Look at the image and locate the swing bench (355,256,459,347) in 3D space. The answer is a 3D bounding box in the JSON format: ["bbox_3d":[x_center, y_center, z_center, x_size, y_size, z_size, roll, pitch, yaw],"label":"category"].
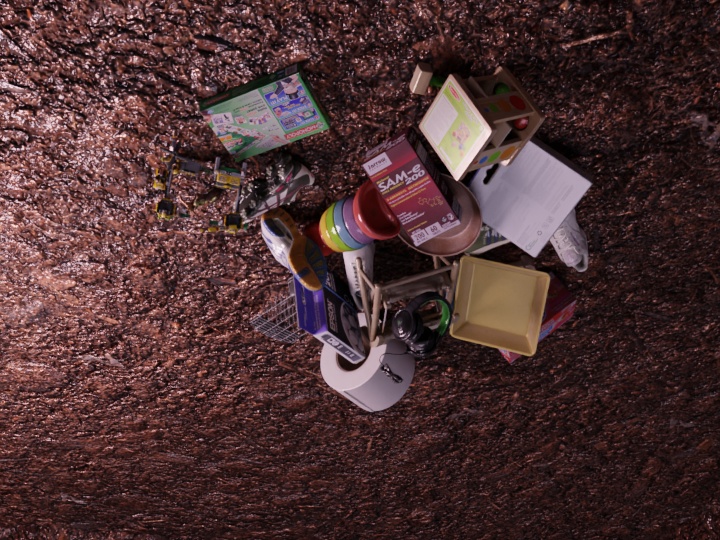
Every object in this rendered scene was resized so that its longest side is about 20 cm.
[{"bbox_3d":[0.104,0.063,1.644,0.195,0.130,0.204,-15,123,-16],"label":"swing bench"}]

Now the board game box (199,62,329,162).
[{"bbox_3d":[-0.169,-0.278,1.353,0.196,0.030,0.135,-17,141,15],"label":"board game box"}]

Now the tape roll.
[{"bbox_3d":[0.018,0.226,1.869,0.200,0.206,0.139,-24,139,25],"label":"tape roll"}]

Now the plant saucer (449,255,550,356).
[{"bbox_3d":[0.307,0.070,1.672,0.195,0.049,0.204,13,116,16],"label":"plant saucer"}]

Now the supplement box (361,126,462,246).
[{"bbox_3d":[0.101,-0.158,1.448,0.107,0.061,0.201,-26,114,26],"label":"supplement box"}]

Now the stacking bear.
[{"bbox_3d":[-0.036,-0.087,1.543,0.198,0.113,0.124,-22,97,40],"label":"stacking bear"}]

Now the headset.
[{"bbox_3d":[0.117,0.139,1.562,0.200,0.094,0.124,-46,131,-5],"label":"headset"}]

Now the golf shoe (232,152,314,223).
[{"bbox_3d":[-0.176,-0.144,1.488,0.087,0.079,0.198,21,138,-42],"label":"golf shoe"}]

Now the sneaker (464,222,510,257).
[{"bbox_3d":[0.273,-0.096,1.589,0.198,0.068,0.089,-30,141,34],"label":"sneaker"}]

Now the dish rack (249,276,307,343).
[{"bbox_3d":[-0.163,0.103,1.819,0.198,0.056,0.152,-32,133,33],"label":"dish rack"}]

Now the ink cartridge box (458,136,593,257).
[{"bbox_3d":[0.320,-0.157,1.488,0.198,0.043,0.198,35,125,2],"label":"ink cartridge box"}]

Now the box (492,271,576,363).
[{"bbox_3d":[0.398,0.110,1.769,0.198,0.096,0.100,-35,153,-7],"label":"box"}]

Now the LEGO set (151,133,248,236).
[{"bbox_3d":[-0.290,-0.147,1.398,0.196,0.157,0.116,18,175,-11],"label":"LEGO set"}]

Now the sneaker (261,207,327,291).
[{"bbox_3d":[-0.136,-0.035,1.558,0.074,0.202,0.089,-27,163,-24],"label":"sneaker"}]

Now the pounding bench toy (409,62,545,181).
[{"bbox_3d":[0.194,-0.286,1.310,0.154,0.202,0.125,-19,157,-35],"label":"pounding bench toy"}]

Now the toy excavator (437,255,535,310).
[{"bbox_3d":[0.287,0.042,1.758,0.190,0.101,0.202,9,132,-18],"label":"toy excavator"}]

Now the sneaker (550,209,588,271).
[{"bbox_3d":[0.440,-0.073,1.611,0.074,0.101,0.199,-25,136,28],"label":"sneaker"}]

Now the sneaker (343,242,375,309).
[{"bbox_3d":[0.000,0.000,1.680,0.074,0.082,0.202,-5,141,5],"label":"sneaker"}]

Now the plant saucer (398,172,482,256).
[{"bbox_3d":[0.153,-0.120,1.532,0.196,0.037,0.204,12,131,14],"label":"plant saucer"}]

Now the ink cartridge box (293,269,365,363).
[{"bbox_3d":[-0.071,0.080,1.679,0.043,0.201,0.199,-30,136,22],"label":"ink cartridge box"}]
